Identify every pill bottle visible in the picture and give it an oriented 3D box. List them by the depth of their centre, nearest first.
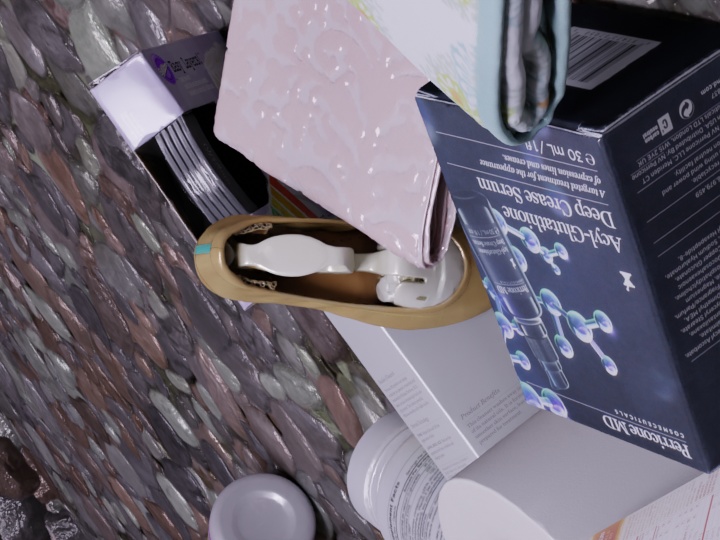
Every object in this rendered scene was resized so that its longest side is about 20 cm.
[{"bbox_3d":[0.082,0.175,1.565,0.200,0.113,0.113,28,147,53],"label":"pill bottle"},{"bbox_3d":[-0.102,0.281,2.171,0.104,0.104,0.200,49,160,16],"label":"pill bottle"}]

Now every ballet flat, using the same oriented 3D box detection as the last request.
[{"bbox_3d":[0.000,0.000,1.318,0.063,0.200,0.069,149,121,-78],"label":"ballet flat"}]

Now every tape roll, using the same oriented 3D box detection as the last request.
[{"bbox_3d":[0.161,0.166,1.284,0.203,0.139,0.203,46,159,23],"label":"tape roll"}]

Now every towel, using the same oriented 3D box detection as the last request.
[{"bbox_3d":[0.025,-0.165,0.952,0.171,0.048,0.200,48,160,26],"label":"towel"},{"bbox_3d":[-0.006,-0.125,1.284,0.200,0.032,0.191,34,123,40],"label":"towel"}]

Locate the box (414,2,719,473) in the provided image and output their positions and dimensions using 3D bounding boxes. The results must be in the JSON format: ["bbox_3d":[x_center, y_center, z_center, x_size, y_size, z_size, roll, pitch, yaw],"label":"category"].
[{"bbox_3d":[0.138,-0.021,1.111,0.148,0.107,0.200,18,137,53],"label":"box"}]

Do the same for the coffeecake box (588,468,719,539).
[{"bbox_3d":[0.227,0.167,1.094,0.153,0.073,0.200,42,130,-13],"label":"coffeecake box"}]

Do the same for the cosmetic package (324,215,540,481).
[{"bbox_3d":[0.058,0.034,1.399,0.200,0.113,0.081,55,160,4],"label":"cosmetic package"}]

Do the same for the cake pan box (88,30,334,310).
[{"bbox_3d":[-0.092,-0.074,1.510,0.184,0.052,0.200,54,-164,0],"label":"cake pan box"}]
